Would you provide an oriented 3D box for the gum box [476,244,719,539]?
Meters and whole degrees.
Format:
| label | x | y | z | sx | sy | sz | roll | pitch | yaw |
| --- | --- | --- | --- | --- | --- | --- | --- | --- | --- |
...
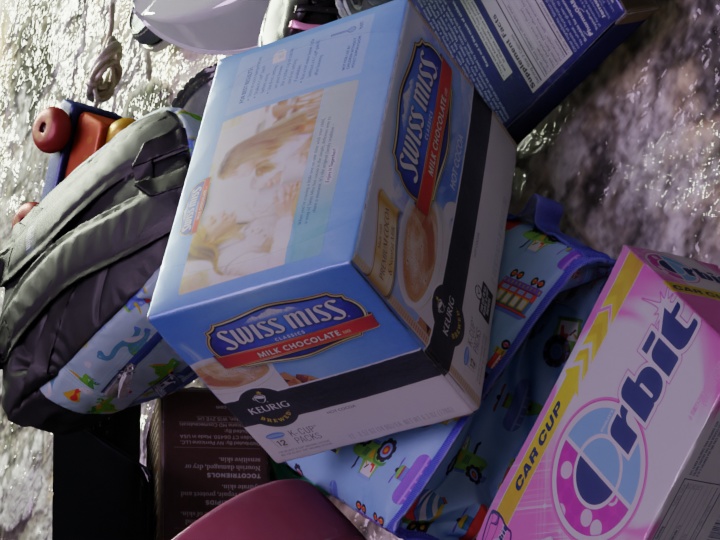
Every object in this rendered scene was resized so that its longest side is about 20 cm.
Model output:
| label | x | y | z | sx | sy | sz | roll | pitch | yaw |
| --- | --- | --- | --- | --- | --- | --- | --- | --- | --- |
| gum box | 0.140 | 0.104 | 1.274 | 0.114 | 0.066 | 0.200 | 49 | 120 | 51 |

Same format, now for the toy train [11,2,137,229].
| label | x | y | z | sx | sy | sz | roll | pitch | yaw |
| --- | --- | --- | --- | --- | --- | --- | --- | --- | --- |
| toy train | -0.169 | -0.093 | 1.818 | 0.116 | 0.085 | 0.200 | 10 | 87 | 47 |

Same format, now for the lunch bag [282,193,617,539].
| label | x | y | z | sx | sy | sz | roll | pitch | yaw |
| --- | --- | --- | --- | --- | --- | --- | --- | --- | --- |
| lunch bag | 0.058 | 0.048 | 1.417 | 0.151 | 0.094 | 0.200 | 26 | 91 | 60 |

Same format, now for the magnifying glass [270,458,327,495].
| label | x | y | z | sx | sy | sz | roll | pitch | yaw |
| --- | --- | --- | --- | --- | --- | --- | --- | --- | --- |
| magnifying glass | -0.042 | 0.053 | 1.617 | 0.080 | 0.022 | 0.200 | -48 | 42 | 38 |

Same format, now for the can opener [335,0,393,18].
| label | x | y | z | sx | sy | sz | roll | pitch | yaw |
| --- | --- | --- | --- | --- | --- | --- | --- | --- | --- |
| can opener | 0.029 | -0.212 | 1.476 | 0.067 | 0.053 | 0.200 | -11 | 38 | 30 |

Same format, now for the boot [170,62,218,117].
| label | x | y | z | sx | sy | sz | roll | pitch | yaw |
| --- | --- | --- | --- | --- | --- | --- | --- | --- | --- |
| boot | -0.080 | -0.031 | 1.619 | 0.200 | 0.070 | 0.132 | 112 | 143 | -51 |

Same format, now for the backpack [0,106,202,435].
| label | x | y | z | sx | sy | sz | roll | pitch | yaw |
| --- | --- | --- | --- | --- | --- | --- | --- | --- | --- |
| backpack | -0.124 | -0.010 | 1.522 | 0.200 | 0.154 | 0.163 | 125 | 151 | -43 |

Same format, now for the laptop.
| label | x | y | z | sx | sy | sz | roll | pitch | yaw |
| --- | --- | --- | --- | --- | --- | --- | --- | --- | --- |
| laptop | -0.141 | 0.167 | 1.619 | 0.103 | 0.200 | 0.178 | 9 | 108 | 17 |

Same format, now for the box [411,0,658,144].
| label | x | y | z | sx | sy | sz | roll | pitch | yaw |
| --- | --- | --- | --- | --- | --- | --- | --- | --- | --- |
| box | 0.078 | -0.144 | 1.444 | 0.200 | 0.032 | 0.121 | -44 | 68 | 48 |

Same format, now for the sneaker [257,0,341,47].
| label | x | y | z | sx | sy | sz | roll | pitch | yaw |
| --- | --- | --- | --- | --- | --- | --- | --- | --- | --- |
| sneaker | -0.021 | -0.188 | 1.546 | 0.099 | 0.071 | 0.200 | 94 | -174 | -57 |

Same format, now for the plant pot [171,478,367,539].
| label | x | y | z | sx | sy | sz | roll | pitch | yaw |
| --- | --- | --- | --- | --- | --- | --- | --- | --- | --- |
| plant pot | -0.039 | 0.243 | 1.379 | 0.179 | 0.200 | 0.200 | 43 | 119 | 21 |

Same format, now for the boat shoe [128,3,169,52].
| label | x | y | z | sx | sy | sz | roll | pitch | yaw |
| --- | --- | --- | --- | --- | --- | --- | --- | --- | --- |
| boat shoe | -0.132 | -0.254 | 1.829 | 0.200 | 0.062 | 0.073 | -65 | 34 | 18 |

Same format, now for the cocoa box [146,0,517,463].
| label | x | y | z | sx | sy | sz | roll | pitch | yaw |
| --- | --- | --- | --- | --- | --- | --- | --- | --- | --- |
| cocoa box | -0.011 | -0.023 | 1.374 | 0.133 | 0.131 | 0.200 | -15 | 43 | 28 |

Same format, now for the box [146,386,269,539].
| label | x | y | z | sx | sy | sz | roll | pitch | yaw |
| --- | --- | --- | --- | --- | --- | --- | --- | --- | --- |
| box | -0.094 | 0.182 | 1.573 | 0.100 | 0.075 | 0.200 | 114 | 157 | -66 |

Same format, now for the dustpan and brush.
| label | x | y | z | sx | sy | sz | roll | pitch | yaw |
| --- | --- | --- | --- | --- | --- | --- | --- | --- | --- |
| dustpan and brush | -0.048 | -0.181 | 1.644 | 0.140 | 0.057 | 0.200 | -50 | 34 | -6 |
